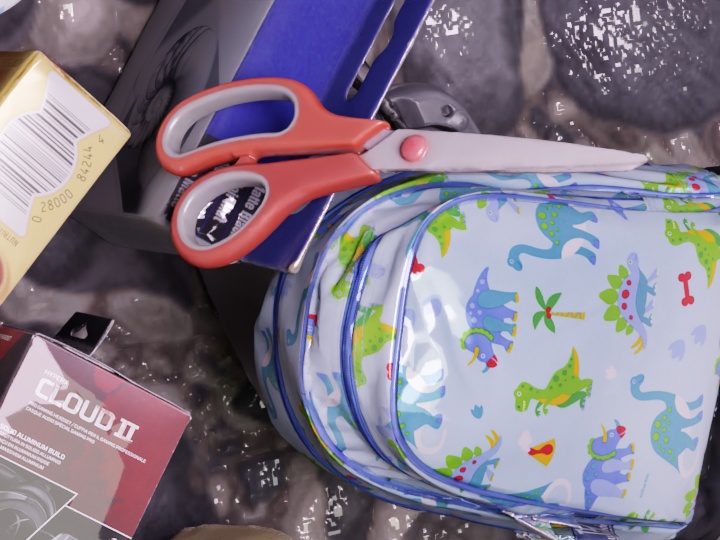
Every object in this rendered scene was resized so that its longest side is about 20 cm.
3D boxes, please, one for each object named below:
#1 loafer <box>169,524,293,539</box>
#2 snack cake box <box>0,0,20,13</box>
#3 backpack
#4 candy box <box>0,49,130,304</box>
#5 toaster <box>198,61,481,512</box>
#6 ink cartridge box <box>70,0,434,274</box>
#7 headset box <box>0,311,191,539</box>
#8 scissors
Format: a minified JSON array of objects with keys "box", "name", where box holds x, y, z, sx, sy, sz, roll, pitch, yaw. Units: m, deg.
[{"box":[-0.064,0.136,1.155,0.076,0.200,0.068,-2,75,12],"name":"loafer"},{"box":[-0.187,-0.126,1.086,0.200,0.115,0.067,-38,121,-18],"name":"snack cake box"},{"box":[0.060,0.027,1.076,0.199,0.154,0.164,11,95,-9],"name":"backpack"},{"box":[-0.186,0.005,1.102,0.056,0.117,0.200,40,77,-23],"name":"candy box"},{"box":[0.000,0.000,1.182,0.113,0.129,0.201,-32,107,-20],"name":"toaster"},{"box":[-0.036,-0.098,1.119,0.040,0.200,0.200,30,81,-23],"name":"ink cartridge box"},{"box":[-0.154,0.105,1.107,0.077,0.149,0.201,30,81,-22],"name":"headset box"},{"box":[0.010,-0.049,1.012,0.014,0.199,0.074,37,47,-51],"name":"scissors"}]
